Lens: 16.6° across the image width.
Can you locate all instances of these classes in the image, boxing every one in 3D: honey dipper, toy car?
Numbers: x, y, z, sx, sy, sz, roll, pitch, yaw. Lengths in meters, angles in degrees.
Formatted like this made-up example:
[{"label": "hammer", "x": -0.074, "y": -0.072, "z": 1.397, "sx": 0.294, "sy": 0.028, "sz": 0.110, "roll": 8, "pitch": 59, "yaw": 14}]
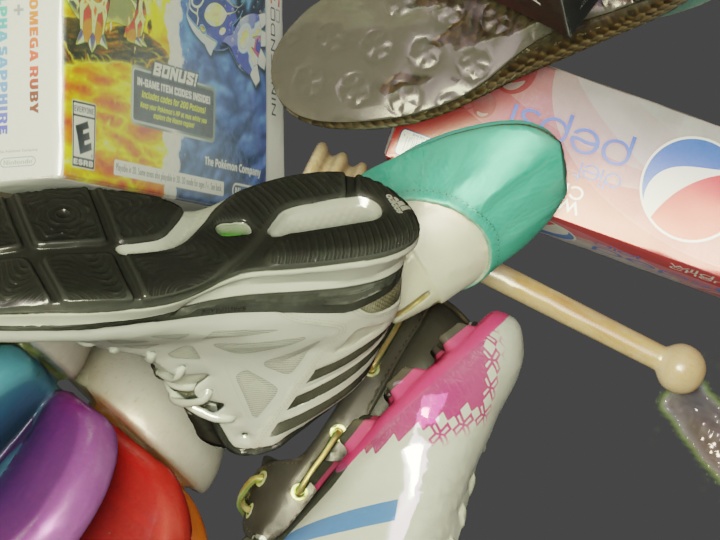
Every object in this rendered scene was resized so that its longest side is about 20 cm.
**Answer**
[{"label": "honey dipper", "x": 0.062, "y": 0.005, "z": 1.090, "sx": 0.199, "sy": 0.038, "sz": 0.038, "roll": 28, "pitch": 87, "yaw": -2}, {"label": "toy car", "x": -0.141, "y": 0.093, "z": 1.008, "sx": 0.175, "sy": 0.150, "sz": 0.200, "roll": -49, "pitch": 125, "yaw": -7}]

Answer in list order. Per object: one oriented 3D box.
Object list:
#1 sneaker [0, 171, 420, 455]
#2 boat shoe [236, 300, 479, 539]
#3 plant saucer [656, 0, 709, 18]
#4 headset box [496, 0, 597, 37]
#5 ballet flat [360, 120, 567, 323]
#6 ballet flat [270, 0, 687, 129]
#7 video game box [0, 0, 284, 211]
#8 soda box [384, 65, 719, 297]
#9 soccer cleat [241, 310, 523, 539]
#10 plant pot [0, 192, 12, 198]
[{"label": "sneaker", "x": -0.077, "y": 0.031, "z": 0.953, "sx": 0.199, "sy": 0.076, "sz": 0.116, "roll": -5, "pitch": 128, "yaw": -20}, {"label": "boat shoe", "x": -0.016, "y": 0.097, "z": 1.070, "sx": 0.060, "sy": 0.072, "sz": 0.201, "roll": 38, "pitch": 81, "yaw": 9}, {"label": "plant saucer", "x": 0.113, "y": -0.211, "z": 1.079, "sx": 0.199, "sy": 0.036, "sz": 0.201, "roll": -2, "pitch": 83, "yaw": 17}, {"label": "headset box", "x": 0.042, "y": -0.208, "z": 1.016, "sx": 0.200, "sy": 0.077, "sz": 0.149, "roll": 31, "pitch": 72, "yaw": 25}, {"label": "ballet flat", "x": 0.000, "y": 0.000, "z": 1.037, "sx": 0.199, "sy": 0.071, "sz": 0.067, "roll": -20, "pitch": 122, "yaw": 29}, {"label": "ballet flat", "x": 0.059, "y": -0.107, "z": 1.032, "sx": 0.199, "sy": 0.046, "sz": 0.068, "roll": -22, "pitch": 78, "yaw": 1}, {"label": "video game box", "x": -0.091, "y": -0.117, "z": 1.023, "sx": 0.047, "sy": 0.200, "sz": 0.183, "roll": -5, "pitch": 85, "yaw": 23}, {"label": "soda box", "x": 0.113, "y": -0.040, "z": 1.073, "sx": 0.199, "sy": 0.070, "sz": 0.064, "roll": 20, "pitch": 85, "yaw": 5}, {"label": "soccer cleat", "x": 0.012, "y": 0.108, "z": 0.997, "sx": 0.086, "sy": 0.070, "sz": 0.200, "roll": 43, "pitch": 78, "yaw": 4}, {"label": "plant pot", "x": -0.210, "y": -0.090, "z": 1.033, "sx": 0.199, "sy": 0.183, "sz": 0.202, "roll": 0, "pitch": 86, "yaw": 3}]
